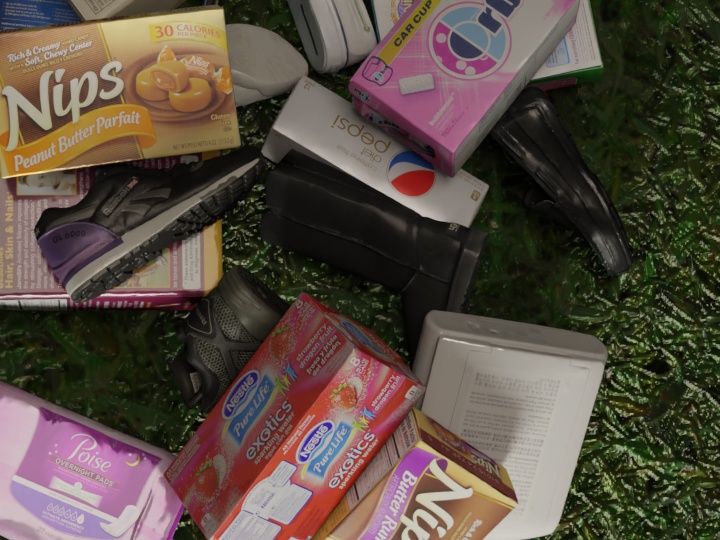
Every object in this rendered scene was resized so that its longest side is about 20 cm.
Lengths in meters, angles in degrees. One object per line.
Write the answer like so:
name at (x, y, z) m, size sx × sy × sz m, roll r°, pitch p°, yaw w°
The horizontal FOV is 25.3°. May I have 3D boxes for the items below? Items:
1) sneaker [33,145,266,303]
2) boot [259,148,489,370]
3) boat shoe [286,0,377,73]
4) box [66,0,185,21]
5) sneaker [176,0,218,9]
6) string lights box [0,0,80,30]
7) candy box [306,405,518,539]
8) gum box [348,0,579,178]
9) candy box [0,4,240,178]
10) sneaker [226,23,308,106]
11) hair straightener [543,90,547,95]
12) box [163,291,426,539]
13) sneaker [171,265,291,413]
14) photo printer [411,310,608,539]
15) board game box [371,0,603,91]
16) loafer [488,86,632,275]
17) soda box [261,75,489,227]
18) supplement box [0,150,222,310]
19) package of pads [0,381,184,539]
sneaker at (-0.175, -0.064, 1.324) m, size 0.199 × 0.076 × 0.088 m, roll -33°, pitch 80°, yaw -13°
boot at (0.000, -0.001, 1.439) m, size 0.199 × 0.066 × 0.166 m, roll 20°, pitch 119°, yaw 8°
boat shoe at (-0.040, -0.283, 1.496) m, size 0.066 × 0.073 × 0.201 m, roll -18°, pitch 93°, yaw -26°
box at (-0.170, -0.287, 1.382) m, size 0.199 × 0.078 × 0.095 m, roll -36°, pitch 79°, yaw -3°
sneaker at (-0.149, -0.292, 1.465) m, size 0.073 × 0.081 × 0.202 m, roll 6°, pitch 80°, yaw -8°
string lights box at (-0.276, -0.206, 1.442) m, size 0.102 × 0.059 × 0.202 m, roll 6°, pitch 79°, yaw -8°
candy box at (0.023, 0.221, 1.357) m, size 0.116 × 0.057 × 0.200 m, roll 35°, pitch 109°, yaw -25°
gum box at (0.090, -0.190, 1.414) m, size 0.113 × 0.066 × 0.200 m, roll 36°, pitch 78°, yaw 12°
candy box at (-0.204, -0.148, 1.318) m, size 0.198 × 0.055 × 0.116 m, roll -8°, pitch 102°, yaw -7°
sneaker at (-0.142, -0.164, 1.453) m, size 0.199 × 0.089 × 0.075 m, roll -14°, pitch 60°, yaw -36°
hair straightener at (0.122, -0.206, 1.515) m, size 0.076 × 0.041 × 0.201 m, roll -16°, pitch 84°, yaw -11°
box at (-0.055, 0.133, 1.322) m, size 0.099 × 0.095 × 0.200 m, roll 30°, pitch 100°, yaw -44°
sneaker at (-0.089, 0.084, 1.390) m, size 0.114 × 0.199 × 0.076 m, roll -39°, pitch 48°, yaw 9°
photo printer at (0.114, 0.143, 1.406) m, size 0.165 × 0.070 × 0.201 m, roll 8°, pitch 111°, yaw -10°
board game box at (0.113, -0.234, 1.488) m, size 0.198 × 0.040 × 0.154 m, roll -11°, pitch 79°, yaw 6°
loafer at (0.184, -0.074, 1.479) m, size 0.070 × 0.068 × 0.201 m, roll -32°, pitch 109°, yaw 9°
soda box at (0.012, -0.092, 1.461) m, size 0.199 × 0.068 × 0.064 m, roll 30°, pitch 69°, yaw -3°
supplement box at (-0.221, -0.033, 1.399) m, size 0.198 × 0.103 × 0.132 m, roll 1°, pitch 81°, yaw -10°
package of pads at (-0.250, 0.184, 1.372) m, size 0.199 × 0.076 × 0.121 m, roll 24°, pitch 78°, yaw -5°
